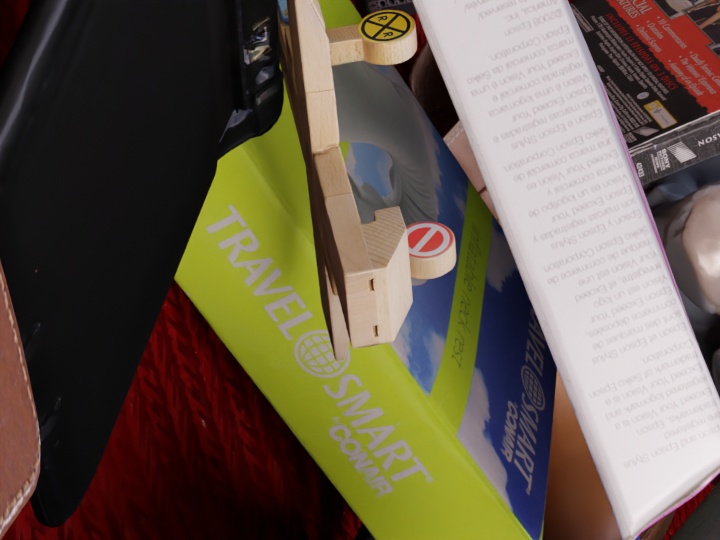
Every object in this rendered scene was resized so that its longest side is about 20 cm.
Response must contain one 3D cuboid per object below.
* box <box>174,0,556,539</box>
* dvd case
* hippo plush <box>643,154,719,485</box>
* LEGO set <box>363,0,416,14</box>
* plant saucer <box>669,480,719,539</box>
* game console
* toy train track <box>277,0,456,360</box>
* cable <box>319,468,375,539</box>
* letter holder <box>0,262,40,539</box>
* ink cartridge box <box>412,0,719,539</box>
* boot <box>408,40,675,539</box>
[{"bbox_3d":[0.000,0.000,0.837,0.200,0.048,0.122,54,25,-25],"label":"box"},{"bbox_3d":[0.178,-0.106,1.181,0.146,0.200,0.022,-121,-172,-60],"label":"dvd case"},{"bbox_3d":[0.197,-0.002,1.189,0.200,0.160,0.160,-134,-156,-67],"label":"hippo plush"},{"bbox_3d":[0.056,-0.182,1.056,0.200,0.116,0.154,-49,126,-67],"label":"LEGO set"},{"bbox_3d":[0.122,0.125,1.072,0.039,0.201,0.201,39,16,10],"label":"plant saucer"},{"bbox_3d":[-0.080,-0.067,0.632,0.176,0.116,0.200,51,-14,16],"label":"game console"},{"bbox_3d":[-0.005,-0.057,0.730,0.200,0.032,0.115,-105,-173,-48],"label":"toy train track"},{"bbox_3d":[0.033,0.139,0.946,0.163,0.051,0.201,-19,94,-77],"label":"cable"},{"bbox_3d":[-0.126,-0.045,0.485,0.142,0.100,0.201,-58,135,-66],"label":"letter holder"},{"bbox_3d":[0.067,0.006,0.795,0.196,0.043,0.201,-29,97,-86],"label":"ink cartridge box"},{"bbox_3d":[0.058,0.009,1.053,0.200,0.073,0.155,-87,155,-46],"label":"boot"}]
